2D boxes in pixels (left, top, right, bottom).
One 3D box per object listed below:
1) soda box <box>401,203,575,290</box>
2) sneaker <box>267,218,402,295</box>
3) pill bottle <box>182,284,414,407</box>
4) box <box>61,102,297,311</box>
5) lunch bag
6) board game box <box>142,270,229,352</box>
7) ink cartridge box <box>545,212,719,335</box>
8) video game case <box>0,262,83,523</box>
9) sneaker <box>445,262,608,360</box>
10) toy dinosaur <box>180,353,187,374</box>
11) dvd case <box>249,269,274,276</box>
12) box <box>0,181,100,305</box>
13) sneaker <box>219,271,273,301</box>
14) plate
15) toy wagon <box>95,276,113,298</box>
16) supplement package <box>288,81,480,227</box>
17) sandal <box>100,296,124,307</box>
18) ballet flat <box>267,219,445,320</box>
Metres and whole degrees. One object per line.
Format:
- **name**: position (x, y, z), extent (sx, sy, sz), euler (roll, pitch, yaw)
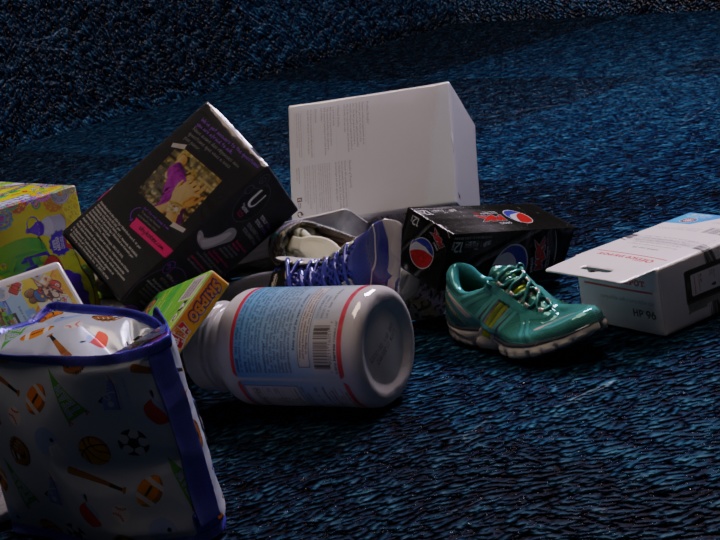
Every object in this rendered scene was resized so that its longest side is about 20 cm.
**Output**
- **soda box**: position (0.130, -0.026, 1.652), extent (0.199, 0.064, 0.071), euler (-5, 28, -45)
- **sneaker**: position (-0.029, 0.018, 1.526), extent (0.114, 0.081, 0.200), euler (7, -23, -10)
- **pill bottle**: position (-0.059, 0.069, 1.460), extent (0.199, 0.110, 0.109), euler (-1, 17, 32)
- **box**: position (-0.181, -0.051, 1.634), extent (0.200, 0.106, 0.122), euler (-41, -23, -4)
- **lunch bag**: position (-0.192, 0.119, 1.241), extent (0.199, 0.171, 0.124), euler (2, 24, 44)
- **board game box**: position (-0.186, 0.055, 1.488), extent (0.096, 0.030, 0.200), euler (-56, 17, -19)
- **ink cartridge box**: position (0.287, 0.007, 1.526), extent (0.199, 0.068, 0.116), euler (-19, 16, -31)
- **video game case**: position (-0.292, 0.103, 1.378), extent (0.181, 0.201, 0.023), euler (-21, -20, -36)
- **sneaker**: position (0.145, 0.035, 1.501), extent (0.077, 0.080, 0.199), euler (-21, 18, -36)
- **toy dinosaur**: position (-0.216, 0.096, 1.622), extent (0.198, 0.059, 0.101), euler (-8, -2, -17)
- **dvd case**: position (-0.035, -0.006, 1.855), extent (0.198, 0.016, 0.149), euler (-13, -1, -10)
- **box**: position (-0.381, 0.019, 1.707), extent (0.122, 0.202, 0.192), euler (-21, 18, -38)
- **sneaker**: position (-0.120, 0.030, 1.729), extent (0.198, 0.074, 0.112), euler (-9, 13, 8)
- **plate**: position (-0.094, -0.024, 1.780), extent (0.198, 0.033, 0.200), euler (-14, -5, 7)
- **toy wagon**: position (-0.243, -0.006, 1.857), extent (0.154, 0.040, 0.200), euler (-27, -12, 2)
- **supplement package**: position (0.031, -0.116, 1.925), extent (0.198, 0.153, 0.151), euler (-7, -17, 15)
- **sandal**: position (-0.243, 0.051, 1.814), extent (0.075, 0.048, 0.200), euler (0, 5, 41)
- **ballet flat**: position (0.000, 0.000, 1.639), extent (0.199, 0.073, 0.072), euler (19, 16, 0)
